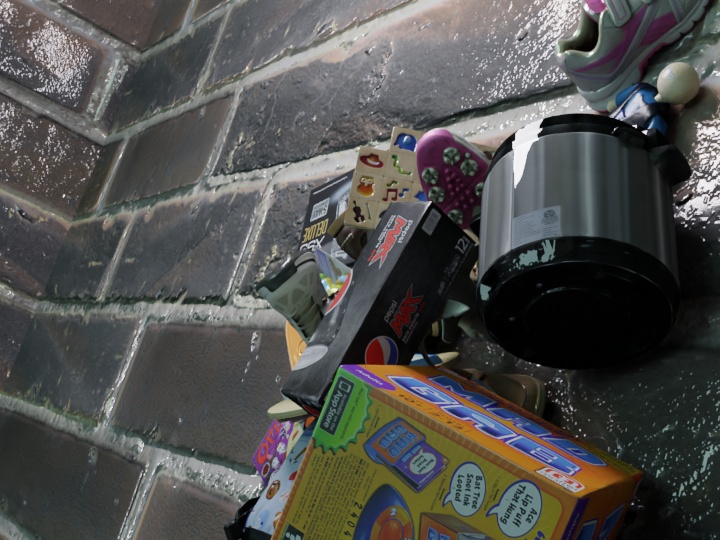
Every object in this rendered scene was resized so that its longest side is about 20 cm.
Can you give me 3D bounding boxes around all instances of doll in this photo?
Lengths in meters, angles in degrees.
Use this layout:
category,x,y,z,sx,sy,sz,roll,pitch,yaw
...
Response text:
category,x,y,z,sx,sy,sz,roll,pitch,yaw
doll,0.251,-0.125,1.026,0.200,0.048,0.137,-42,29,25

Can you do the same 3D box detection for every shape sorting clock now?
category,x,y,z,sx,sy,sz,roll,pitch,yaw
shape sorting clock,0.004,0.115,1.027,0.199,0.198,0.040,-15,88,55

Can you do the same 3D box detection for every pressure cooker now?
category,x,y,z,sx,sy,sz,roll,pitch,yaw
pressure cooker,0.191,-0.038,0.915,0.180,0.173,0.202,102,176,-54

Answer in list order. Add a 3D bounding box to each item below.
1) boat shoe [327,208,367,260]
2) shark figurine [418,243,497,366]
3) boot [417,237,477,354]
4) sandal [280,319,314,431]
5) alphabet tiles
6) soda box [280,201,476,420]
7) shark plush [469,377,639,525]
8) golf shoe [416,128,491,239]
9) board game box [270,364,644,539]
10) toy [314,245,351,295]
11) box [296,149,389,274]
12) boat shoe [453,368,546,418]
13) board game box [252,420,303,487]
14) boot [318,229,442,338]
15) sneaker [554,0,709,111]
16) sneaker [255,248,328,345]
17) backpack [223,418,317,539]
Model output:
category,x,y,z,sx,sy,sz,roll,pitch,yaw
boat shoe,0.047,-0.088,1.301,0.200,0.070,0.071,-46,-8,-17
shark figurine,0.086,0.012,1.000,0.089,0.214,0.129,-43,74,16
boot,0.071,-0.015,1.223,0.175,0.069,0.201,-52,32,20
sandal,-0.069,0.130,1.276,0.079,0.059,0.209,-39,53,25
alphabet tiles,0.086,-0.074,1.135,0.008,0.196,0.170,99,-178,-64
soda box,0.016,0.039,0.900,0.070,0.063,0.202,4,59,58
shark plush,0.149,0.168,0.911,0.199,0.090,0.085,31,107,58
golf shoe,0.122,-0.078,1.056,0.075,0.200,0.092,-30,33,24
board game box,0.070,0.207,0.804,0.198,0.199,0.203,26,97,27
toy,-0.023,0.051,1.288,0.047,0.117,0.200,-20,23,-13
box,-0.012,-0.058,1.421,0.199,0.049,0.160,-20,51,52
boat shoe,0.104,0.134,1.048,0.199,0.064,0.072,-16,53,55
board game box,-0.068,0.191,1.338,0.202,0.032,0.120,-61,24,7
boot,0.000,0.000,1.135,0.078,0.136,0.201,86,160,-52
sneaker,0.274,-0.260,1.054,0.201,0.087,0.082,-53,30,20
sneaker,-0.048,0.049,1.164,0.075,0.116,0.201,-37,-12,-2
backpack,-0.003,0.234,1.032,0.153,0.200,0.192,-7,49,46
